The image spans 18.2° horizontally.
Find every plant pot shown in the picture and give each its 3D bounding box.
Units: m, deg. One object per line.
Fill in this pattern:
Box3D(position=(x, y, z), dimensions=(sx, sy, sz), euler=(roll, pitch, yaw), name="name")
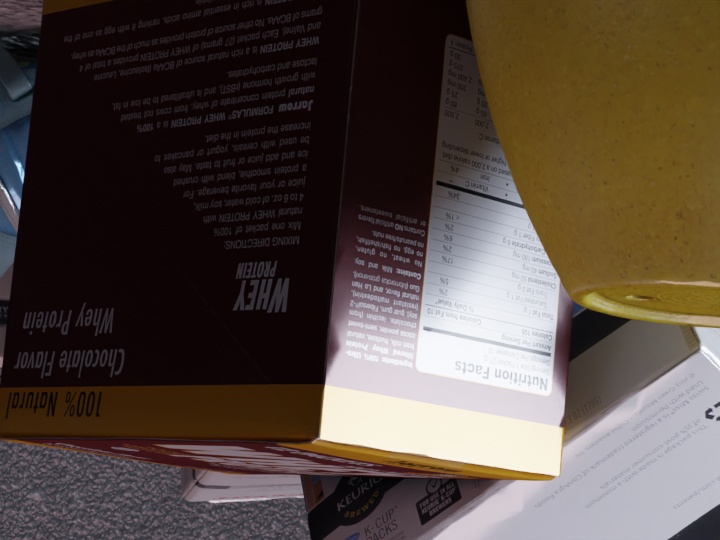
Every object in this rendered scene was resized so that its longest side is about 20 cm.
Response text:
Box3D(position=(0.128, -0.056, 0.782), dimensions=(0.200, 0.142, 0.200), euler=(5, 171, 1), name="plant pot")

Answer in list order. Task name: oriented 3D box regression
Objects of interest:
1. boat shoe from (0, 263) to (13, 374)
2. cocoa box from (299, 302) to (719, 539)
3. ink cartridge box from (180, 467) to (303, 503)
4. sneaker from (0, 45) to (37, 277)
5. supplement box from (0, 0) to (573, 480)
Box3D(position=(-0.142, 0.025, 1.140), dimensions=(0.200, 0.075, 0.093), euler=(10, -179, 26), name="boat shoe")
Box3D(position=(0.088, 0.078, 0.975), dimensions=(0.200, 0.131, 0.133), euler=(-37, 126, 19), name="cocoa box")
Box3D(position=(-0.018, 0.072, 1.211), dimensions=(0.145, 0.083, 0.200), euler=(-2, 169, -10), name="ink cartridge box")
Box3D(position=(-0.218, -0.083, 1.068), dimensions=(0.200, 0.131, 0.080), euler=(47, 174, -21), name="sneaker")
Box3D(position=(-0.028, -0.022, 0.906), dimensions=(0.133, 0.200, 0.197), euler=(13, 168, -43), name="supplement box")
